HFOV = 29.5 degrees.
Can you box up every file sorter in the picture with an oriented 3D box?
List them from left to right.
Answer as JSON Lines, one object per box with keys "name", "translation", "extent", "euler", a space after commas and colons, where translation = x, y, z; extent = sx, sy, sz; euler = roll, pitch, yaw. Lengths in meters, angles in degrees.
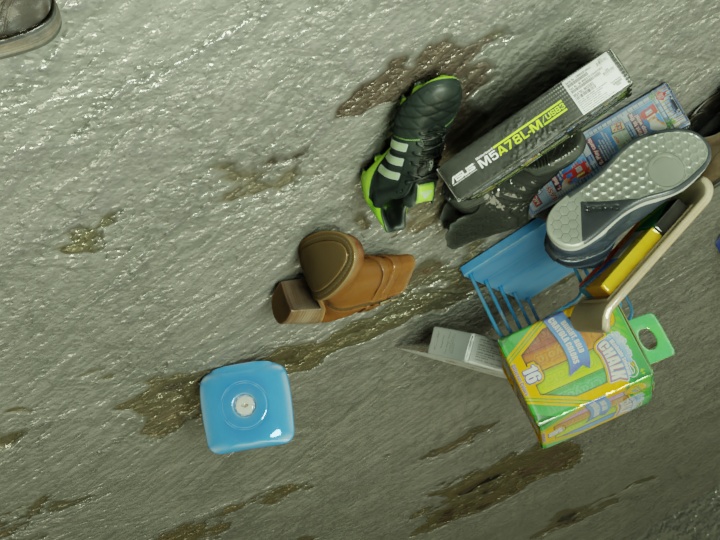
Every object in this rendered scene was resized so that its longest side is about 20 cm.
{"name": "file sorter", "translation": [0.252, 0.028, 1.782], "extent": [0.139, 0.123, 0.200], "euler": [-34, 154, 20]}

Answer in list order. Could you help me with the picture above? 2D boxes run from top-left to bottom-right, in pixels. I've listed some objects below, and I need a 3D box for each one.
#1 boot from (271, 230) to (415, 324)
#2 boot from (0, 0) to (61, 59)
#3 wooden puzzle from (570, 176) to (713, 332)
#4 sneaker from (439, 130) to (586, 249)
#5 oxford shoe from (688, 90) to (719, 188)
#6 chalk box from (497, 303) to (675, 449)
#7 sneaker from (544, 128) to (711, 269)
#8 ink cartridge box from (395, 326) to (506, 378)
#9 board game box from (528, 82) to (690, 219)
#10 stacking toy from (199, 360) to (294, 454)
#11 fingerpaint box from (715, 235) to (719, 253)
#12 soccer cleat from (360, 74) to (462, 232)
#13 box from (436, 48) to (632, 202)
{"name": "boot", "translation": [0.000, 0.000, 1.558], "extent": [0.155, 0.074, 0.200], "euler": [-8, 164, -29]}
{"name": "boot", "translation": [-0.287, -0.201, 0.893], "extent": [0.200, 0.069, 0.174], "euler": [-25, 155, -17]}
{"name": "wooden puzzle", "translation": [0.308, -0.018, 1.543], "extent": [0.200, 0.037, 0.185], "euler": [-53, -179, -3]}
{"name": "sneaker", "translation": [0.169, -0.092, 1.522], "extent": [0.200, 0.060, 0.104], "euler": [-24, 145, 17]}
{"name": "oxford shoe", "translation": [0.418, -0.162, 1.627], "extent": [0.084, 0.073, 0.200], "euler": [0, 149, -12]}
{"name": "chalk box", "translation": [0.287, 0.115, 1.693], "extent": [0.200, 0.124, 0.124], "euler": [-25, 156, 0]}
{"name": "sneaker", "translation": [0.290, -0.075, 1.520], "extent": [0.202, 0.077, 0.146], "euler": [-31, 164, -3]}
{"name": "ink cartridge box", "translation": [0.176, 0.119, 1.883], "extent": [0.200, 0.044, 0.174], "euler": [18, 176, -31]}
{"name": "board game box", "translation": [0.284, -0.110, 1.601], "extent": [0.200, 0.062, 0.200], "euler": [-25, 156, 4]}
{"name": "stacking toy", "translation": [-0.132, 0.186, 1.802], "extent": [0.116, 0.110, 0.200], "euler": [-10, 168, 5]}
{"name": "fingerpaint box", "translation": [0.595, -0.027, 1.931], "extent": [0.073, 0.167, 0.200], "euler": [-17, 154, -12]}
{"name": "soccer cleat", "translation": [0.058, -0.114, 1.358], "extent": [0.067, 0.081, 0.200], "euler": [-11, 153, -28]}
{"name": "box", "translation": [0.178, -0.141, 1.362], "extent": [0.200, 0.048, 0.193], "euler": [-34, 179, 12]}
